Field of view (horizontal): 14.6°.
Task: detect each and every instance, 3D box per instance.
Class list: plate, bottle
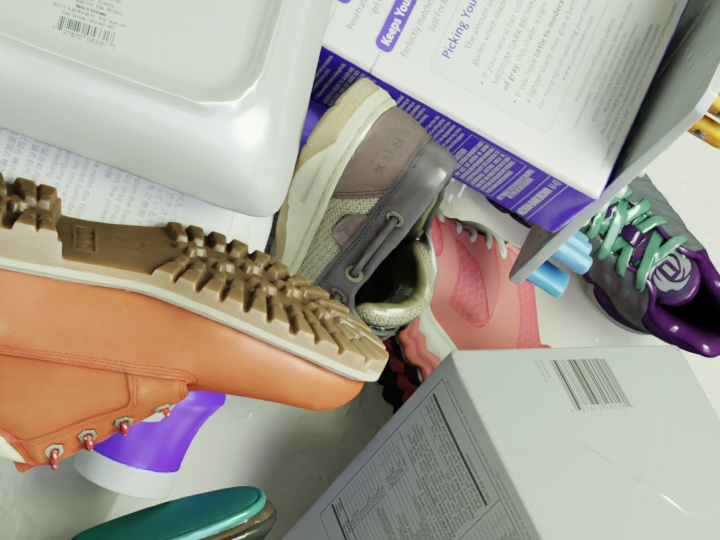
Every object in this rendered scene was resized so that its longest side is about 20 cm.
[{"bbox_3d":[-0.095,-0.144,1.098,0.198,0.032,0.201,19,74,-16],"label":"plate"},{"bbox_3d":[-0.075,0.001,1.238,0.083,0.065,0.201,9,106,-40],"label":"bottle"}]

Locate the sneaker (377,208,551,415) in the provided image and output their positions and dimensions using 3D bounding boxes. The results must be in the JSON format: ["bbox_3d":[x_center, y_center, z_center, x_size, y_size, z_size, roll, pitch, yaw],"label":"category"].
[{"bbox_3d":[0.035,0.000,1.317,0.087,0.074,0.201,-44,134,-21],"label":"sneaker"}]

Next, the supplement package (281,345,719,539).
[{"bbox_3d":[0.071,0.153,1.281,0.151,0.151,0.200,0,142,-41],"label":"supplement package"}]

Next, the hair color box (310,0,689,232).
[{"bbox_3d":[0.027,-0.114,1.182,0.199,0.065,0.110,30,71,-8],"label":"hair color box"}]

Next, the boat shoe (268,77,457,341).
[{"bbox_3d":[0.000,0.000,1.192,0.072,0.065,0.201,-45,162,-32],"label":"boat shoe"}]

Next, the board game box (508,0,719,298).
[{"bbox_3d":[0.149,-0.101,1.224,0.026,0.200,0.201,32,61,-6],"label":"board game box"}]

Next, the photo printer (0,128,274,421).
[{"bbox_3d":[-0.135,-0.036,1.144,0.199,0.069,0.167,19,100,-13],"label":"photo printer"}]

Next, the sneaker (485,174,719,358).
[{"bbox_3d":[0.123,-0.030,1.335,0.075,0.087,0.200,-50,127,-4],"label":"sneaker"}]

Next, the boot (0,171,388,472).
[{"bbox_3d":[-0.093,0.035,1.100,0.199,0.075,0.108,15,105,-4],"label":"boot"}]

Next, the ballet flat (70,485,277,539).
[{"bbox_3d":[-0.130,0.147,1.241,0.198,0.068,0.069,-11,105,-1],"label":"ballet flat"}]
